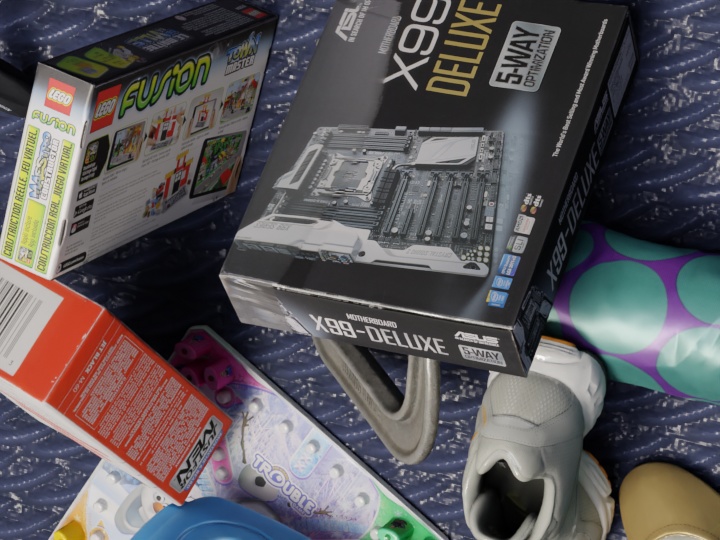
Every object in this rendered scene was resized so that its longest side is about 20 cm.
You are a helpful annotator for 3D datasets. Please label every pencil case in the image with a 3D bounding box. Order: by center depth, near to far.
[{"bbox_3d":[0.133,0.012,1.438,0.200,0.093,0.085,14,154,22],"label":"pencil case"}]

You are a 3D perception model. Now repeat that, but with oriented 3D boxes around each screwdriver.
[{"bbox_3d":[-0.235,-0.120,1.527,0.029,0.200,0.028,29,91,28],"label":"screwdriver"}]

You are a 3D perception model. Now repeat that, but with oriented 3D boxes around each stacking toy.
[{"bbox_3d":[-0.087,0.238,1.589,0.110,0.116,0.200,23,127,20],"label":"stacking toy"}]

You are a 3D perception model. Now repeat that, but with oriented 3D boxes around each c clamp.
[{"bbox_3d":[0.000,0.000,1.480,0.200,0.027,0.171,-124,35,-46],"label":"c clamp"}]

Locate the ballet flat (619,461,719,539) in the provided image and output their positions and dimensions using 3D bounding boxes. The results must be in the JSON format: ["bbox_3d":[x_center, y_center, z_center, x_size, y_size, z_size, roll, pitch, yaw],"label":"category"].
[{"bbox_3d":[0.199,0.190,1.470,0.069,0.063,0.200,-39,86,30],"label":"ballet flat"}]

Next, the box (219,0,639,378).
[{"bbox_3d":[0.038,-0.053,1.409,0.157,0.200,0.050,11,150,21],"label":"box"}]

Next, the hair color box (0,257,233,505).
[{"bbox_3d":[-0.157,0.052,1.503,0.111,0.200,0.064,29,80,24],"label":"hair color box"}]

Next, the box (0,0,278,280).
[{"bbox_3d":[-0.114,-0.073,1.471,0.035,0.200,0.110,23,113,19],"label":"box"}]

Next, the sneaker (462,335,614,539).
[{"bbox_3d":[0.083,0.120,1.453,0.076,0.092,0.200,15,146,20],"label":"sneaker"}]

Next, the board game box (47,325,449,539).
[{"bbox_3d":[-0.075,0.166,1.622,0.200,0.026,0.200,41,119,11],"label":"board game box"}]
